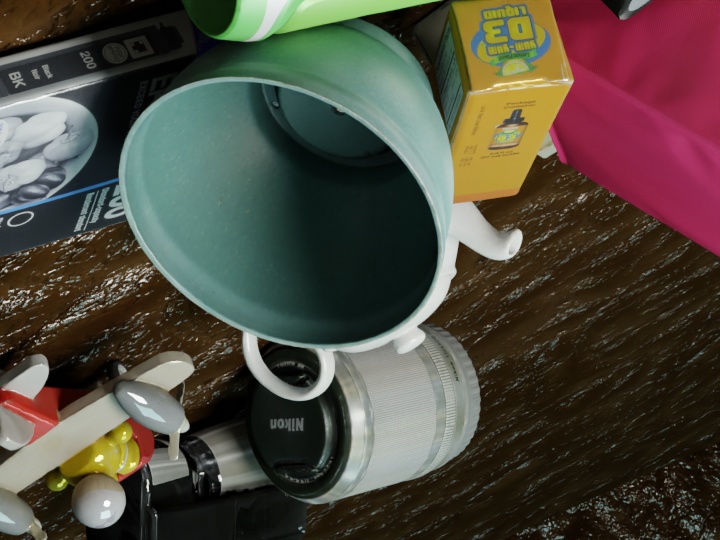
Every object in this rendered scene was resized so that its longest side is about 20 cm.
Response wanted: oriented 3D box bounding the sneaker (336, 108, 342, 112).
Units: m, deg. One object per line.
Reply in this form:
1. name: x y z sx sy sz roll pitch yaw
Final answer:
1. sneaker: -0.049 -0.030 1.295 0.200 0.080 0.071 -39 161 28

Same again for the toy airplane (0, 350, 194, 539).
1. toy airplane: -0.238 0.145 1.517 0.198 0.142 0.200 -17 159 -28

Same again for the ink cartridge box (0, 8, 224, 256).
1. ink cartridge box: -0.168 -0.085 1.167 0.199 0.044 0.198 -21 160 -27

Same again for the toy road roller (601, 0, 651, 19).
1. toy road roller: 0.173 -0.260 1.080 0.146 0.123 0.200 -38 165 -16

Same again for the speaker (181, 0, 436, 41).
1. speaker: -0.004 -0.186 1.064 0.199 0.089 0.089 -16 158 -32

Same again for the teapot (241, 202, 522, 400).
1. teapot: 0.000 0.000 1.430 0.197 0.147 0.200 -28 172 -14

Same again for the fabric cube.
1. fabric cube: 0.252 -0.140 1.234 0.200 0.199 0.196 -51 152 -8

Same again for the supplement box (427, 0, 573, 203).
1. supplement box: 0.081 -0.106 1.187 0.066 0.069 0.200 -8 165 -8

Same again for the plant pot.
1. plant pot: -0.028 -0.071 1.120 0.200 0.200 0.134 -46 -167 43

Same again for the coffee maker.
1. coffee maker: -0.157 0.245 1.825 0.199 0.193 0.134 -9 170 -41

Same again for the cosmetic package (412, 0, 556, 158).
1. cosmetic package: 0.128 -0.155 1.358 0.103 0.073 0.200 -34 160 17

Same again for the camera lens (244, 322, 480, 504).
1. camera lens: -0.001 0.134 1.798 0.199 0.161 0.160 -8 153 -46

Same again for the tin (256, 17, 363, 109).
1. tin: -0.053 -0.108 1.271 0.112 0.042 0.200 -17 159 -26
